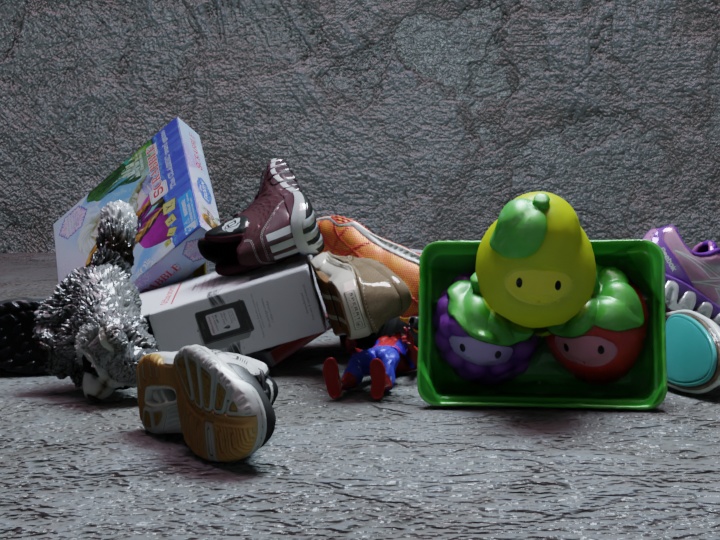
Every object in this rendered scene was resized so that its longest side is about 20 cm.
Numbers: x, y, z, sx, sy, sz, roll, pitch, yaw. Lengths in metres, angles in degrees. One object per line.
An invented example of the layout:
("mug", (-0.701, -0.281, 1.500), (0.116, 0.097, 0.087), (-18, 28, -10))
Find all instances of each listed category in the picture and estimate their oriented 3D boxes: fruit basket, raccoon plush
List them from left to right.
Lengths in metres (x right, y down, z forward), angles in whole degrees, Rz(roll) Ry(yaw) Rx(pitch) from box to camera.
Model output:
("raccoon plush", (-0.217, 0.019, 1.182), (0.096, 0.202, 0.133), (12, -17, -36))
("fruit basket", (0.142, 0.030, 1.073), (0.213, 0.157, 0.216), (1, -11, 0))

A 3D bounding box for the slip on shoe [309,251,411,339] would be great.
("slip on shoe", (-0.002, 0.017, 1.219), (0.060, 0.077, 0.200), (-19, 5, -7))

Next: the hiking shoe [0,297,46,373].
("hiking shoe", (-0.358, 0.060, 1.341), (0.197, 0.077, 0.101), (-2, 8, -3))

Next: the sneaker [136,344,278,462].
("sneaker", (-0.092, 0.085, 0.957), (0.087, 0.077, 0.200), (-3, 5, -26))

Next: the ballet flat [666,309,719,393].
("ballet flat", (0.280, 0.071, 1.189), (0.069, 0.070, 0.200), (-3, 3, -21))

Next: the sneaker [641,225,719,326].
("sneaker", (0.325, 0.023, 1.240), (0.199, 0.089, 0.080), (27, -16, -16))

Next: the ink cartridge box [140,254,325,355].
("ink cartridge box", (-0.136, 0.043, 1.317), (0.198, 0.067, 0.116), (-16, 12, 2))

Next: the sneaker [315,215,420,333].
("sneaker", (0.000, 0.000, 1.326), (0.073, 0.077, 0.199), (42, -9, -39))

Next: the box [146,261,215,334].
("box", (-0.215, 0.026, 1.477), (0.199, 0.121, 0.041), (2, 5, 45))

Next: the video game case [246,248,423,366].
("video game case", (-0.036, 0.033, 1.415), (0.199, 0.018, 0.143), (-33, 15, -17))

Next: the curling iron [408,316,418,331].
("curling iron", (0.131, 0.059, 1.257), (0.198, 0.026, 0.050), (12, -31, -26))

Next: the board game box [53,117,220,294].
("board game box", (-0.242, -0.038, 1.445), (0.041, 0.199, 0.201), (39, 19, -38))

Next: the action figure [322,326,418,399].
("action figure", (0.018, 0.079, 1.224), (0.065, 0.052, 0.200), (-5, 1, 13))

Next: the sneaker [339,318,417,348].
("sneaker", (0.033, 0.054, 1.466), (0.090, 0.077, 0.200), (9, 6, -18))

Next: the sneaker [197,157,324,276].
("sneaker", (-0.110, -0.051, 1.342), (0.114, 0.076, 0.200), (-22, 18, -5))
